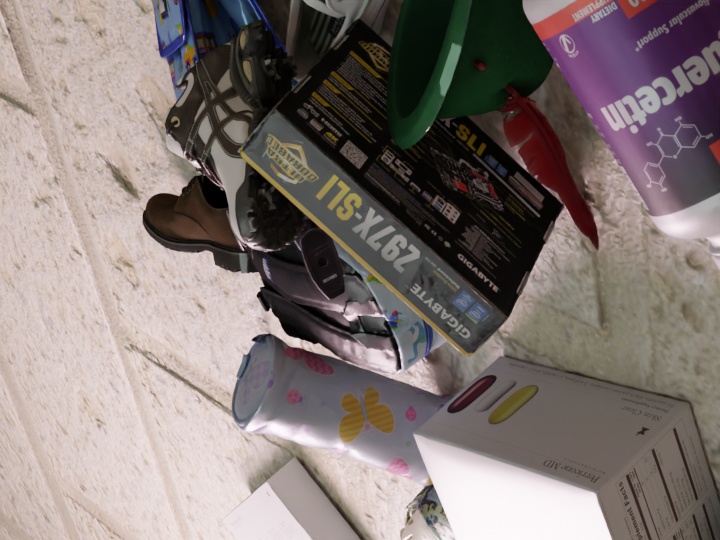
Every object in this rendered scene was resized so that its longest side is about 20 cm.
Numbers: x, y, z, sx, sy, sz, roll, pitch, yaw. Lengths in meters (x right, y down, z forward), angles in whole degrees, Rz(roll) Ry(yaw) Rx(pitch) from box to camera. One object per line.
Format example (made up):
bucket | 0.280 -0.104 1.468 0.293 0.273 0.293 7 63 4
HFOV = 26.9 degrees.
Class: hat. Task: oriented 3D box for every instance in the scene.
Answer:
hat | 0.119 -0.136 0.951 0.174 0.168 0.200 13 163 -12

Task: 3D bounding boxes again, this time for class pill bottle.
pill bottle | 0.182 -0.099 0.823 0.201 0.112 0.112 56 151 -6

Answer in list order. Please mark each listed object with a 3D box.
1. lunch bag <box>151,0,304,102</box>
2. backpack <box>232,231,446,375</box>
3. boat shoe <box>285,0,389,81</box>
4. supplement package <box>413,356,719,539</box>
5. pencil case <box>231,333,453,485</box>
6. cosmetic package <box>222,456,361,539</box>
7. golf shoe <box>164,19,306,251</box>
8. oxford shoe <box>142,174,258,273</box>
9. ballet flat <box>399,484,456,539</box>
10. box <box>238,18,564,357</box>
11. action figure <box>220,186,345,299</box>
lunch bag | -0.118 -0.196 1.177 0.150 0.093 0.202 -176 64 -78
backpack | 0.000 0.000 1.193 0.200 0.152 0.165 -137 26 -63
boat shoe | -0.011 -0.202 1.043 0.073 0.067 0.201 40 149 21
supplement package | 0.163 0.174 1.154 0.199 0.111 0.157 11 131 50
pencil case | -0.012 0.120 1.283 0.198 0.084 0.091 19 172 -19
cosmetic package | -0.072 0.308 1.709 0.151 0.052 0.200 49 151 3
golf shoe | -0.088 -0.080 1.032 0.202 0.093 0.078 -94 -22 -46
oxford shoe | -0.140 -0.058 1.407 0.199 0.072 0.086 13 116 47
ballet flat | 0.067 0.229 1.326 0.074 0.074 0.200 48 175 7
box | 0.033 -0.059 0.997 0.200 0.160 0.049 41 124 -5
action figure | -0.038 -0.058 1.111 0.070 0.130 0.200 50 -178 -26
